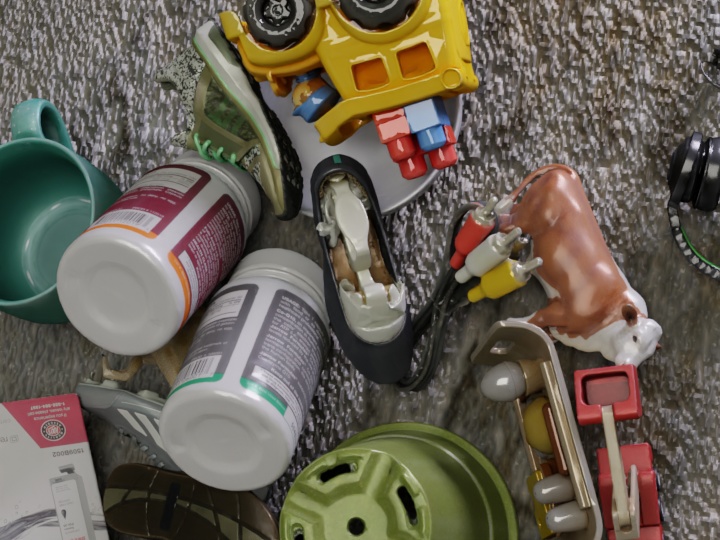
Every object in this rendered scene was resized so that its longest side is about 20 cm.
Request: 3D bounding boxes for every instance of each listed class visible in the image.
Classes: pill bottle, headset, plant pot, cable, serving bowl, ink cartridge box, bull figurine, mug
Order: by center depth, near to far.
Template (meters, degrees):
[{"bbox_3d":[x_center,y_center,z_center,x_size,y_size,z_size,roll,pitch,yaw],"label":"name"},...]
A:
[{"bbox_3d":[0.015,0.214,1.476,0.199,0.190,0.201,-3,79,14],"label":"plant pot"},{"bbox_3d":[-0.088,0.078,1.521,0.113,0.113,0.200,3,39,14],"label":"pill bottle"},{"bbox_3d":[0.071,0.017,1.534,0.200,0.050,0.097,-46,63,29],"label":"cable"},{"bbox_3d":[0.317,-0.089,1.537,0.123,0.094,0.201,-7,93,8],"label":"headset"},{"bbox_3d":[0.173,0.011,1.541,0.121,0.065,0.200,-25,70,14],"label":"bull figurine"},{"bbox_3d":[-0.166,-0.022,1.552,0.114,0.200,0.114,10,120,17],"label":"pill bottle"},{"bbox_3d":[-0.299,0.219,1.569,0.083,0.146,0.200,-34,67,53],"label":"ink cartridge box"},{"bbox_3d":[-0.003,-0.135,1.613,0.200,0.066,0.201,-3,79,13],"label":"serving bowl"},{"bbox_3d":[-0.271,-0.043,1.630,0.152,0.114,0.185,26,85,25],"label":"mug"}]

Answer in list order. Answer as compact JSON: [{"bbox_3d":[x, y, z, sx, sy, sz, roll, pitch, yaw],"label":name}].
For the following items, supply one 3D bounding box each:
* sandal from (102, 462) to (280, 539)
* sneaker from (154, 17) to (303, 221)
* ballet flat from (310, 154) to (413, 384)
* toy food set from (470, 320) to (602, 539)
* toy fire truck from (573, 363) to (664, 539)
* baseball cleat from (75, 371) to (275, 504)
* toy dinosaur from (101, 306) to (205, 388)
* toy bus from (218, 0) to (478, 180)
[{"bbox_3d":[-0.135,0.213,1.530,0.200,0.055,0.082,9,81,38],"label":"sandal"},{"bbox_3d":[-0.115,-0.116,1.567,0.088,0.077,0.200,-31,66,7],"label":"sneaker"},{"bbox_3d":[0.000,0.000,1.525,0.073,0.073,0.201,-14,91,11],"label":"ballet flat"},{"bbox_3d":[0.134,0.149,1.478,0.060,0.144,0.201,-11,76,-9],"label":"toy food set"},{"bbox_3d":[0.214,0.183,1.458,0.049,0.141,0.201,-9,77,12],"label":"toy fire truck"},{"bbox_3d":[-0.169,0.160,1.593,0.200,0.070,0.107,15,83,17],"label":"baseball cleat"},{"bbox_3d":[-0.174,0.062,1.577,0.101,0.058,0.200,-4,52,-11],"label":"toy dinosaur"},{"bbox_3d":[0.003,-0.165,1.528,0.199,0.136,0.193,-15,92,12],"label":"toy bus"}]
